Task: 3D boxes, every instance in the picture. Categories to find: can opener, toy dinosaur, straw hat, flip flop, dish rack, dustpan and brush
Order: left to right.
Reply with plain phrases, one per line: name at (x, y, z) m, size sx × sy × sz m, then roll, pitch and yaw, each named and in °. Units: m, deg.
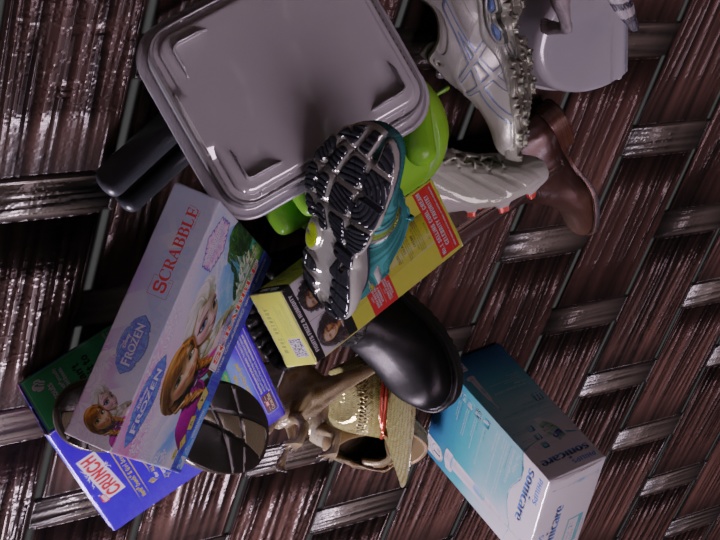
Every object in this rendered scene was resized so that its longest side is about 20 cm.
flip flop at (-0.172, 0.130, 1.261) m, size 0.199 × 0.057 × 0.082 m, roll 8°, pitch 89°, yaw -25°
can opener at (-0.126, -0.121, 1.177) m, size 0.200 × 0.067 × 0.053 m, roll -38°, pitch 139°, yaw 3°
dish rack at (-0.056, -0.153, 1.126) m, size 0.199 × 0.172 × 0.044 m, roll -30°, pitch -179°, yaw -12°
toy dinosaur at (-0.050, 0.133, 1.416) m, size 0.199 × 0.102 × 0.058 m, roll -23°, pitch 141°, yaw 28°
straw hat at (0.008, 0.128, 1.487) m, size 0.084 × 0.202 × 0.202 m, roll 4°, pitch 131°, yaw -2°
dustpan and brush at (0.160, -0.213, 1.357) m, size 0.199 × 0.057 × 0.140 m, roll -29°, pitch 130°, yaw -27°

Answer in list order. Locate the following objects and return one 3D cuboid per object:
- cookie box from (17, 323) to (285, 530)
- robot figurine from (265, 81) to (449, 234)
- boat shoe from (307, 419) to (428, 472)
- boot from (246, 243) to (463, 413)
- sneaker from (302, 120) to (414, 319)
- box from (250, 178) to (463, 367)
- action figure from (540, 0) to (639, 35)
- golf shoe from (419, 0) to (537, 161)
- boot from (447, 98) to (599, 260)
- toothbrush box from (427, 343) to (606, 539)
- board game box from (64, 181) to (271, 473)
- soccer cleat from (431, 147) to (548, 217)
cookie box at (-0.188, 0.119, 1.339) m, size 0.199 × 0.075 × 0.172 m, roll -33°, pitch 140°, yaw -13°
robot figurine at (-0.005, -0.105, 1.234) m, size 0.200 × 0.116 × 0.175 m, roll -33°, pitch 179°, yaw -40°
boat shoe at (0.015, 0.195, 1.601) m, size 0.199 × 0.065 × 0.071 m, roll 17°, pitch 114°, yaw -48°
boot at (-0.011, 0.061, 1.319) m, size 0.079 × 0.212 × 0.158 m, roll -43°, pitch 172°, yaw 34°
sneaker at (0.003, -0.048, 1.135) m, size 0.079 × 0.077 × 0.201 m, roll -34°, pitch 156°, yaw -31°
box at (0.000, 0.000, 1.259) m, size 0.200 × 0.050 × 0.076 m, roll -37°, pitch 107°, yaw -36°
action figure at (0.222, -0.306, 1.234) m, size 0.199 × 0.105 × 0.194 m, roll -29°, pitch 149°, yaw -7°
golf shoe at (0.104, -0.187, 1.295) m, size 0.096 × 0.079 × 0.201 m, roll -2°, pitch 127°, yaw 17°
boot at (0.140, -0.054, 1.472) m, size 0.200 × 0.064 × 0.187 m, roll -38°, pitch 129°, yaw -11°
toothbrush box at (0.170, 0.206, 1.639) m, size 0.085 × 0.200 × 0.147 m, roll -17°, pitch 135°, yaw -28°
board game box at (-0.143, 0.053, 1.138) m, size 0.200 × 0.041 × 0.201 m, roll 54°, pitch 58°, yaw -76°
soccer cleat at (0.083, -0.089, 1.358) m, size 0.198 × 0.069 × 0.078 m, roll -12°, pitch 110°, yaw -12°
